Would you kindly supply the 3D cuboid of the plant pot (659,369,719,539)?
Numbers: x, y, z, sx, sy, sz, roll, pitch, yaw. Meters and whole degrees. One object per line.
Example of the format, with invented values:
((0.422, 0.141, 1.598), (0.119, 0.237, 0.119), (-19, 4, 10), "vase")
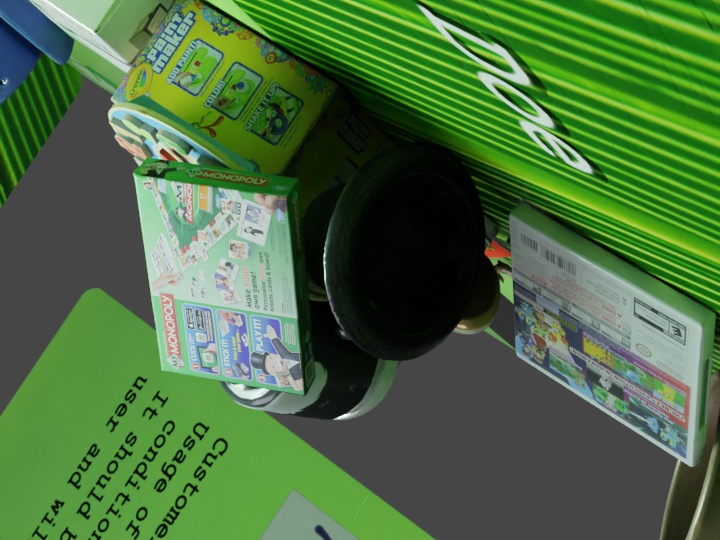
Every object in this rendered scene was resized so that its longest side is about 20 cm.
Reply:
((0.370, 0.207, 1.489), (0.173, 0.202, 0.200), (17, 176, 4), "plant pot")

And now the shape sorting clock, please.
((-0.133, -0.075, 1.440), (0.200, 0.039, 0.200), (37, 169, 9), "shape sorting clock")

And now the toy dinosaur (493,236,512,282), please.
((0.172, -0.005, 1.542), (0.101, 0.059, 0.200), (7, 158, 47), "toy dinosaur")

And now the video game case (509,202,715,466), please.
((0.208, 0.054, 1.419), (0.200, 0.023, 0.183), (32, 148, 32), "video game case")

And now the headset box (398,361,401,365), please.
((0.000, 0.000, 1.709), (0.148, 0.201, 0.077), (24, 146, -4), "headset box")

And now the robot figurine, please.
((-0.054, 0.070, 1.554), (0.199, 0.125, 0.150), (14, -165, -46), "robot figurine")

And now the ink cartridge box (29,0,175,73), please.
((-0.241, -0.255, 1.596), (0.145, 0.084, 0.200), (34, 177, 19), "ink cartridge box")

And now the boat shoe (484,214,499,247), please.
((0.038, -0.068, 1.676), (0.199, 0.070, 0.071), (34, 177, 5), "boat shoe")

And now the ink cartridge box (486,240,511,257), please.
((0.050, -0.033, 1.848), (0.160, 0.047, 0.200), (34, 162, -23), "ink cartridge box")

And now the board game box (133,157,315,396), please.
((-0.109, 0.007, 1.393), (0.134, 0.029, 0.201), (10, 127, 17), "board game box")

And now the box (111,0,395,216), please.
((-0.090, -0.130, 1.571), (0.192, 0.122, 0.200), (32, 177, 24), "box")

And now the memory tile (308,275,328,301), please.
((-0.082, -0.014, 1.536), (0.152, 0.017, 0.200), (24, -172, 6), "memory tile")

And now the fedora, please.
((0.016, -0.021, 1.418), (0.091, 0.202, 0.200), (15, 165, 40), "fedora")

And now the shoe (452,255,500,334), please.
((0.088, 0.011, 1.559), (0.200, 0.069, 0.054), (-113, 4, -61), "shoe")

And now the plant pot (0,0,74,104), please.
((-0.409, -0.281, 1.700), (0.201, 0.179, 0.200), (70, -169, 23), "plant pot")
